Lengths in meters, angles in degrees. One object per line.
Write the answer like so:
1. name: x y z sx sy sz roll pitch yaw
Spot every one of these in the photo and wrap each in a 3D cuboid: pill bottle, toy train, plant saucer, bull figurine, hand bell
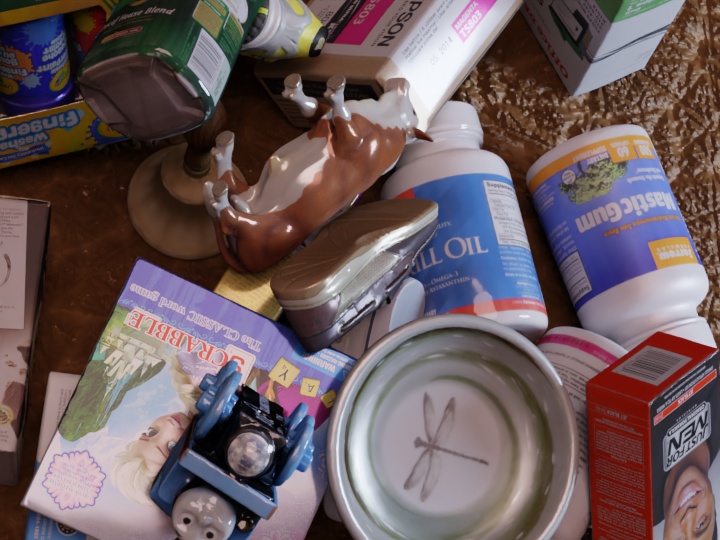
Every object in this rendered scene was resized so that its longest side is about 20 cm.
1. pill bottle: 0.222 -0.010 1.517 0.112 0.112 0.200 -16 73 -15
2. toy train: -0.088 0.130 1.221 0.087 0.200 0.114 31 91 -5
3. pill bottle: 0.144 0.153 1.442 0.113 0.113 0.200 35 68 4
4. plant saucer: 0.063 0.132 1.344 0.200 0.050 0.200 1 87 -19
5. pill bottle: 0.078 -0.032 1.499 0.112 0.112 0.200 -9 71 -13
6. bull figurine: -0.034 -0.084 1.368 0.200 0.121 0.065 -46 47 -8
7. hand bell: -0.126 -0.091 1.437 0.104 0.200 0.104 4 69 -10

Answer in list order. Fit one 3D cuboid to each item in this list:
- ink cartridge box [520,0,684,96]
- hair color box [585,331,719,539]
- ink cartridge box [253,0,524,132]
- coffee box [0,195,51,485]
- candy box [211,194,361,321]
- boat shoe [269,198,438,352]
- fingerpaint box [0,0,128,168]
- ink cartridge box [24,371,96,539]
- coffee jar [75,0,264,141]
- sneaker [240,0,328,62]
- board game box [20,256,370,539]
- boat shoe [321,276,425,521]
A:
1. ink cartridge box: 0.201 -0.258 1.558 0.084 0.200 0.146 -25 75 -14
2. hair color box: 0.227 0.160 1.404 0.061 0.200 0.101 17 35 39
3. ink cartridge box: 0.032 -0.208 1.526 0.200 0.165 0.075 -53 125 -22
4. coffee box: -0.289 0.053 1.402 0.080 0.113 0.200 7 70 -8
5. candy box: -0.076 0.009 1.455 0.056 0.117 0.200 35 68 2
6. boat shoe: 0.000 0.000 1.378 0.072 0.065 0.200 1 22 29
7. fingerpaint box: -0.262 -0.172 1.455 0.200 0.167 0.073 -14 46 -15
8. ink cartridge box: -0.150 0.168 1.399 0.200 0.084 0.146 9 70 -8
9. coffee jar: -0.127 -0.194 1.349 0.085 0.104 0.200 50 44 -32
10. sneaker: -0.091 -0.204 1.508 0.076 0.200 0.075 22 99 -25
11. board game box: -0.116 0.122 1.335 0.200 0.041 0.200 24 80 -5
12. boat shoe: -0.015 0.094 1.446 0.086 0.075 0.202 17 100 30
